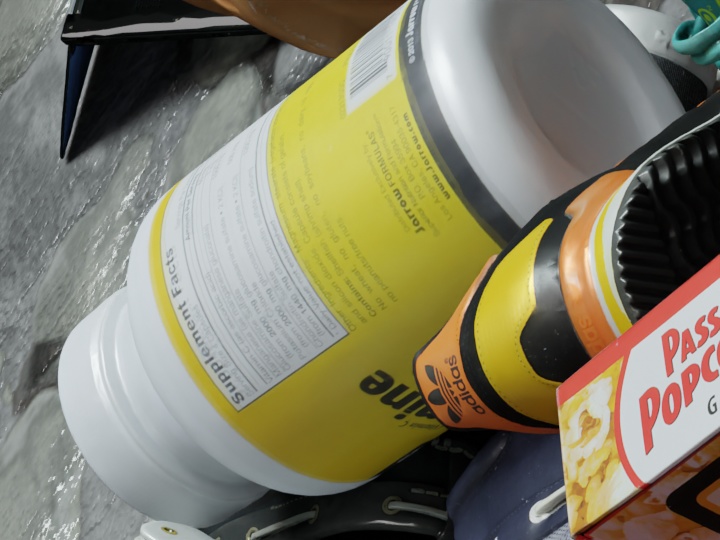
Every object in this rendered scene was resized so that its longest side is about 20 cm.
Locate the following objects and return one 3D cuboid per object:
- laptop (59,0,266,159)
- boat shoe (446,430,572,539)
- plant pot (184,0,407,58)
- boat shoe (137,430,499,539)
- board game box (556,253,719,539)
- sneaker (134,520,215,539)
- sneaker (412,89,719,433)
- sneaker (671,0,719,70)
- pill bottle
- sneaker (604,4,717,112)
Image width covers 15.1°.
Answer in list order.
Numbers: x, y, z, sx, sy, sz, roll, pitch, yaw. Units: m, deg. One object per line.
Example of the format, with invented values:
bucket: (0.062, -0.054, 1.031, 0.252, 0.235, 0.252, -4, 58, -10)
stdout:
laptop: (-0.071, -0.165, 1.318, 0.200, 0.116, 0.187, -1, 63, 29)
boat shoe: (0.090, 0.053, 0.766, 0.200, 0.075, 0.093, -43, 38, 34)
plant pot: (-0.008, -0.169, 1.012, 0.200, 0.200, 0.140, -56, 33, 15)
boat shoe: (-0.025, 0.107, 0.931, 0.200, 0.072, 0.068, -35, 38, 39)
board game box: (0.163, 0.017, 0.583, 0.200, 0.151, 0.046, -42, 35, 36)
sneaker: (-0.039, 0.122, 0.787, 0.200, 0.116, 0.074, 45, -111, -78)
sneaker: (0.086, -0.008, 0.719, 0.090, 0.070, 0.200, -24, 1, 35)
sneaker: (0.112, -0.058, 0.657, 0.078, 0.080, 0.200, 156, 101, -69)
pill bottle: (0.000, 0.000, 0.828, 0.200, 0.112, 0.112, -36, 38, 34)
sneaker: (0.034, -0.021, 0.935, 0.200, 0.073, 0.112, -12, 57, 57)
